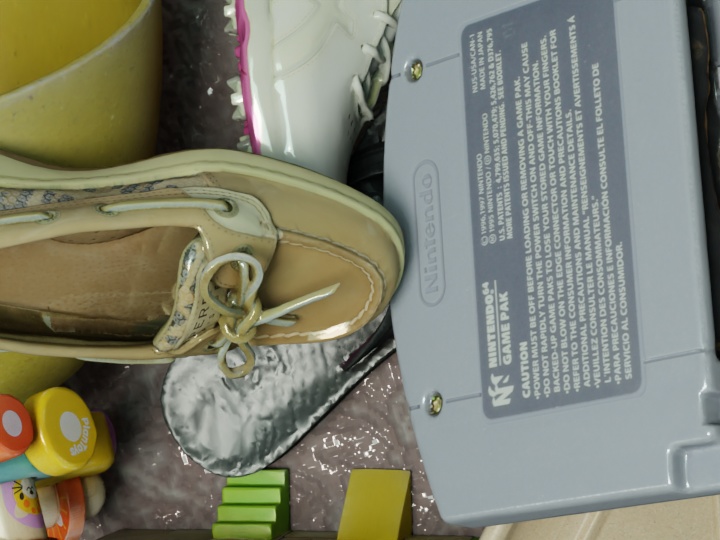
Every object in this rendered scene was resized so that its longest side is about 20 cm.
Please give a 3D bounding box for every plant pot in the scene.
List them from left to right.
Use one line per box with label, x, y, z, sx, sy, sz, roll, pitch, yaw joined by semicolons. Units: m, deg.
plant pot;-0.160;-0.028;0.787;0.198;0.200;0.143;-1;120;16

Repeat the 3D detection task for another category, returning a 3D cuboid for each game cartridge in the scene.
game cartridge;0.065;-0.020;0.694;0.133;0.041;0.202;-16;72;46

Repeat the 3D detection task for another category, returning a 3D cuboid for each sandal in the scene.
sandal;0.000;0.001;0.797;0.075;0.048;0.201;42;98;9

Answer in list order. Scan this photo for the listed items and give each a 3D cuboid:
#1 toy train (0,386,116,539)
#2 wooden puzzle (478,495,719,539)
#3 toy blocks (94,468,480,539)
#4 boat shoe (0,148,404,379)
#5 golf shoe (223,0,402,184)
toy train;-0.162;0.093;0.788;0.149;0.200;0.056;-16;83;-8
wooden puzzle;0.155;0.075;0.742;0.199;0.046;0.186;24;102;-8
toy blocks;-0.045;0.132;0.771;0.198;0.137;0.101;-1;92;16
boat shoe;-0.080;0.004;0.677;0.198;0.063;0.074;2;127;-14
golf shoe;-0.004;-0.105;0.770;0.091;0.075;0.202;-2;75;4
